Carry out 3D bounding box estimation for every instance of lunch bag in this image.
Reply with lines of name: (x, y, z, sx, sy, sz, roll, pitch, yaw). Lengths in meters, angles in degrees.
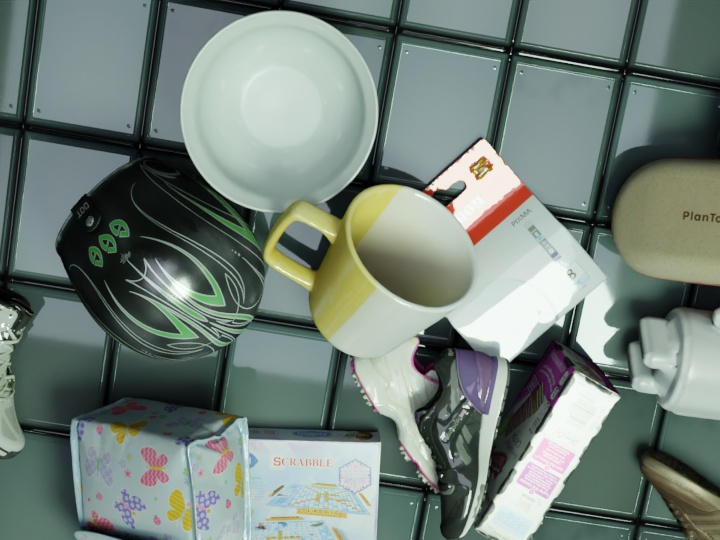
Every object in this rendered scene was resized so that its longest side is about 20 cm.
lunch bag: (-0.210, 0.250, 1.272, 0.169, 0.127, 0.201, 7, 106, 30)

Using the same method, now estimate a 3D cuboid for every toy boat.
toy boat: (0.369, -0.046, 1.263, 0.200, 0.131, 0.131, 7, 85, 27)

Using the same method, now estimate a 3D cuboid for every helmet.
helmet: (-0.194, -0.002, 1.226, 0.191, 0.200, 0.200, 44, 97, 8)

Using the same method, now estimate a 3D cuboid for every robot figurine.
robot figurine: (0.392, 0.102, 1.294, 0.199, 0.113, 0.170, 9, 138, -4)

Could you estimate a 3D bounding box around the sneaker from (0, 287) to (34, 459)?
sneaker: (-0.390, 0.098, 1.287, 0.115, 0.076, 0.201, -27, 98, 6)

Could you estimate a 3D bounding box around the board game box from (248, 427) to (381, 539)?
board game box: (-0.079, 0.278, 1.351, 0.199, 0.041, 0.200, 3, 101, -2)

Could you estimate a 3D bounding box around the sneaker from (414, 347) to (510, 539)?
sneaker: (0.093, 0.182, 1.273, 0.087, 0.076, 0.201, 12, 86, -6)

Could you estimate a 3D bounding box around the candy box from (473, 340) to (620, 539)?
candy box: (0.190, 0.186, 1.293, 0.061, 0.136, 0.200, 29, 98, -5)

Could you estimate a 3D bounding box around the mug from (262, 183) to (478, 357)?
mug: (0.009, 0.001, 1.244, 0.187, 0.149, 0.153, 50, 138, 9)

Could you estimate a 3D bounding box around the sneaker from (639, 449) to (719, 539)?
sneaker: (0.386, 0.281, 1.352, 0.200, 0.070, 0.076, 33, 100, -7)

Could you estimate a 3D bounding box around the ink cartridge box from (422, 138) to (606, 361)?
ink cartridge box: (0.141, -0.015, 1.296, 0.160, 0.047, 0.200, -41, 102, 7)

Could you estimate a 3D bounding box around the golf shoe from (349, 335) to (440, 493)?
golf shoe: (0.071, 0.158, 1.318, 0.091, 0.075, 0.200, -33, 102, 1)

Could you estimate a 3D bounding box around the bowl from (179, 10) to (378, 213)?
bowl: (-0.083, -0.165, 1.237, 0.201, 0.090, 0.202, 0, 102, -2)
